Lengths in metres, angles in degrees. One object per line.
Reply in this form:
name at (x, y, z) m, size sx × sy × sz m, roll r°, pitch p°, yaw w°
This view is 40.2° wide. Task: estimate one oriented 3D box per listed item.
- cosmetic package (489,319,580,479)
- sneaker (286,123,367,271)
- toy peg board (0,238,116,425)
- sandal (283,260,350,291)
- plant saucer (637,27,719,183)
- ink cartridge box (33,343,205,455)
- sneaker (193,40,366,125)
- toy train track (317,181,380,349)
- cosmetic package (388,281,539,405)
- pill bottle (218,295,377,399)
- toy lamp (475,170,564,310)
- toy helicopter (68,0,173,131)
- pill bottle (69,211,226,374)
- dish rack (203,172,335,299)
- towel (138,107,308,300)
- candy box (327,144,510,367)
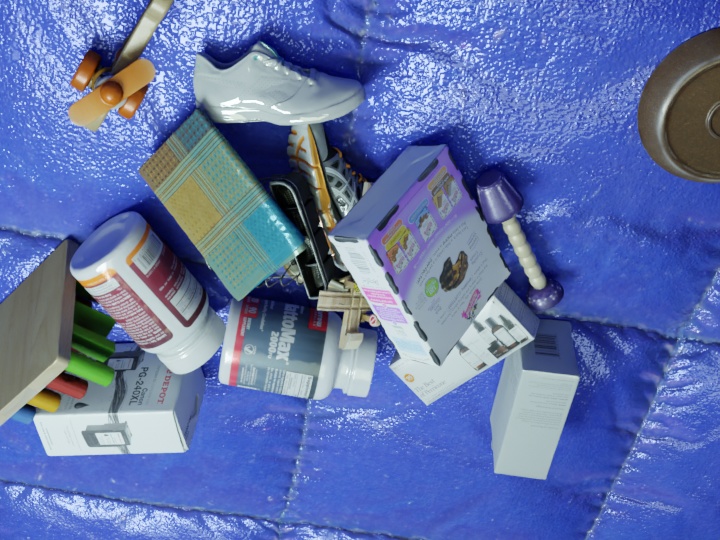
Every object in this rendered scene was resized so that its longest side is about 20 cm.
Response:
cosmetic package at (0.235, 0.177, 1.350) m, size 0.080 × 0.113 × 0.202 m, roll 6°, pitch 129°, yaw 0°
sneaker at (-0.029, -0.101, 1.188) m, size 0.077 × 0.078 × 0.202 m, roll -27°, pitch 119°, yaw -14°
toy peg board at (-0.405, 0.104, 1.290) m, size 0.199 × 0.201 × 0.097 m, roll -38°, pitch 131°, yaw 27°
sandal at (0.000, 0.000, 1.257) m, size 0.198 × 0.081 × 0.054 m, roll 16°, pitch 119°, yaw -3°
plant saucer at (0.419, -0.178, 1.120) m, size 0.198 × 0.035 × 0.202 m, roll 1°, pitch 127°, yaw 1°
ink cartridge box at (-0.327, 0.175, 1.360) m, size 0.197 × 0.146 × 0.084 m, roll -3°, pitch 126°, yaw 6°
sneaker at (-0.094, -0.215, 1.105) m, size 0.197 × 0.075 × 0.089 m, roll -1°, pitch 116°, yaw 6°
toy train track at (0.007, -0.003, 1.172) m, size 0.114 × 0.032 × 0.203 m, roll 2°, pitch 99°, yaw -46°
cosmetic package at (0.136, 0.098, 1.311) m, size 0.083 × 0.051 × 0.200 m, roll 46°, pitch 125°, yaw -9°
pill bottle at (-0.082, 0.107, 1.311) m, size 0.198 × 0.120 × 0.121 m, roll 10°, pitch 127°, yaw -5°
toy lamp at (0.196, -0.037, 1.226) m, size 0.058 × 0.059 × 0.201 m, roll -18°, pitch 124°, yaw 17°
toy helicopter at (-0.252, -0.230, 1.059) m, size 0.078 × 0.133 × 0.200 m, roll 30°, pitch 123°, yaw -18°
pill bottle at (-0.268, 0.033, 1.269) m, size 0.113 × 0.115 × 0.201 m, roll -24°, pitch 122°, yaw 20°
dish rack at (-0.130, -0.041, 1.201) m, size 0.198 × 0.055 × 0.155 m, roll -3°, pitch 117°, yaw 31°
towel at (-0.163, -0.075, 1.153) m, size 0.146 × 0.022 × 0.201 m, roll -33°, pitch 96°, yaw 41°
candy box at (0.075, -0.017, 1.166) m, size 0.071 × 0.168 × 0.201 m, roll 7°, pitch 137°, yaw 47°
